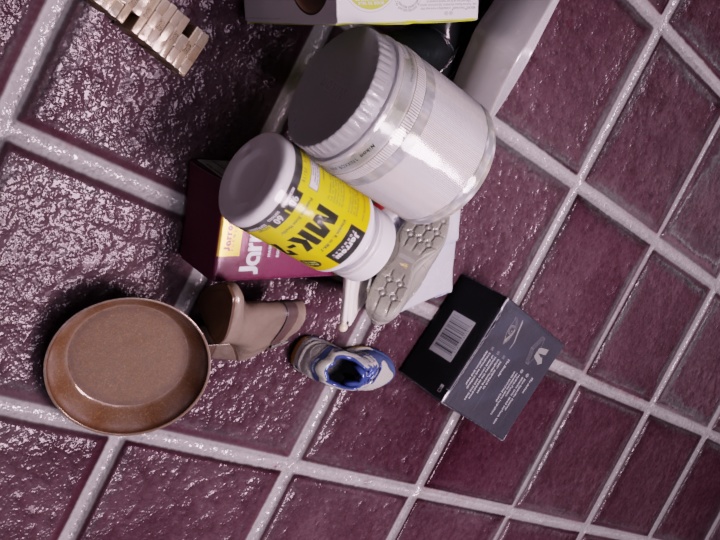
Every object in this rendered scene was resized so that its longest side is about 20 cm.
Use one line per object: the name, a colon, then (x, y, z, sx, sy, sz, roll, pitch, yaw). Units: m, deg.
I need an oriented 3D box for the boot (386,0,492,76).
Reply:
boot: (0.105, -0.331, 1.161, 0.163, 0.073, 0.198, -61, 160, 12)

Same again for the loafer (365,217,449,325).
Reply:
loafer: (0.065, -0.009, 1.258, 0.200, 0.070, 0.070, -55, 175, -24)

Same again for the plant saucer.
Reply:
plant saucer: (-0.288, 0.114, 1.094, 0.200, 0.037, 0.201, -8, 118, -14)

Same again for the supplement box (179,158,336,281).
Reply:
supplement box: (-0.116, -0.066, 1.128, 0.199, 0.103, 0.131, -4, 113, -36)

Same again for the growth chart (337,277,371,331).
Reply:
growth chart: (0.000, 0.000, 1.229, 0.200, 0.018, 0.145, -51, 150, -72)

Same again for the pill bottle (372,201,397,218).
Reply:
pill bottle: (0.028, -0.174, 1.143, 0.111, 0.111, 0.200, -29, 95, -24)

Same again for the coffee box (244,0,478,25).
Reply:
coffee box: (-0.003, -0.379, 0.991, 0.199, 0.199, 0.199, -13, 111, -34)

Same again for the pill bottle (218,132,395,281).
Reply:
pill bottle: (-0.057, -0.067, 1.029, 0.200, 0.114, 0.115, 29, 92, -41)

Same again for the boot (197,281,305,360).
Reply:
boot: (-0.137, 0.060, 1.140, 0.146, 0.070, 0.200, -9, 159, -32)

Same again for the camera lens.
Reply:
camera lens: (0.040, -0.156, 0.982, 0.200, 0.160, 0.160, 29, 92, -36)

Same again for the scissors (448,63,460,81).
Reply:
scissors: (0.126, -0.261, 1.288, 0.200, 0.014, 0.073, -45, 128, -14)

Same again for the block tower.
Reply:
block tower: (-0.251, -0.291, 0.949, 0.200, 0.054, 0.058, 35, 87, -43)

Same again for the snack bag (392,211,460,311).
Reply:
snack bag: (0.091, -0.029, 1.340, 0.188, 0.021, 0.201, -20, 123, -44)

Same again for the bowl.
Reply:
bowl: (0.198, -0.312, 1.209, 0.200, 0.075, 0.200, -56, 174, -26)

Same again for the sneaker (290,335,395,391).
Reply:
sneaker: (-0.011, 0.156, 1.327, 0.200, 0.088, 0.076, 14, 100, -42)

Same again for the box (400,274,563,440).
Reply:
box: (0.205, 0.147, 1.470, 0.200, 0.117, 0.197, 36, 87, -41)
